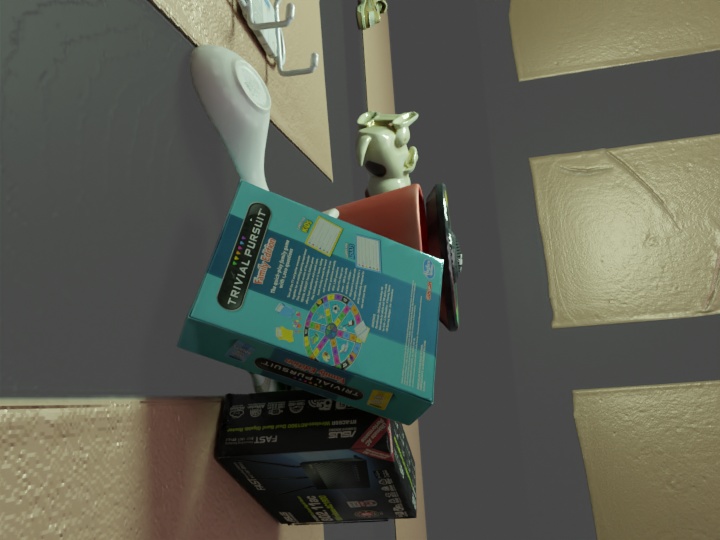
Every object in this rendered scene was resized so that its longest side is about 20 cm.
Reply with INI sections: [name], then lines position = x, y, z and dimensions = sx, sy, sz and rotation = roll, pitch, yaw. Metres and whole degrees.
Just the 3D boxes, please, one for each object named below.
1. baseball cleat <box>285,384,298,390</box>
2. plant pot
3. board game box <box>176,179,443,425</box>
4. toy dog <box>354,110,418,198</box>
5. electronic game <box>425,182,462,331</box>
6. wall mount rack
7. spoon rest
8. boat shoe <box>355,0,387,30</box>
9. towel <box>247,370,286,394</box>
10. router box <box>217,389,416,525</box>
[baseball cleat]
position = -0.054, 0.085, 0.653
dimensions = 0.200, 0.069, 0.108
rotation = 59, 30, -70
[plant pot]
position = 0.000, 0.000, 0.836
dimensions = 0.200, 0.176, 0.203
rotation = -6, 90, -80
[board game box]
position = -0.032, 0.025, 0.552
dimensions = 0.047, 0.198, 0.152
rotation = 123, -17, -47
[toy dog]
position = 0.063, -0.238, 1.486
dimensions = 0.194, 0.138, 0.201
rotation = -61, 146, -51
[electronic game]
position = 0.117, -0.018, 0.893
dimensions = 0.200, 0.041, 0.202
rotation = -5, 90, -81
[wall mount rack]
position = -0.093, -0.337, 0.777
dimensions = 0.200, 0.074, 0.176
rotation = 44, 42, -77
[spoon rest]
position = -0.098, -0.119, 0.620
dimensions = 0.201, 0.060, 0.099
rotation = 58, 23, -13
[boat shoe]
position = 0.033, -0.686, 1.720
dimensions = 0.201, 0.075, 0.072
rotation = -86, 167, -44
[towel]
position = -0.103, 0.043, 0.668
dimensions = 0.150, 0.030, 0.201
rotation = -80, 165, -49
[router box]
position = -0.031, 0.183, 0.631
dimensions = 0.201, 0.148, 0.063
rotation = 72, 16, -51
